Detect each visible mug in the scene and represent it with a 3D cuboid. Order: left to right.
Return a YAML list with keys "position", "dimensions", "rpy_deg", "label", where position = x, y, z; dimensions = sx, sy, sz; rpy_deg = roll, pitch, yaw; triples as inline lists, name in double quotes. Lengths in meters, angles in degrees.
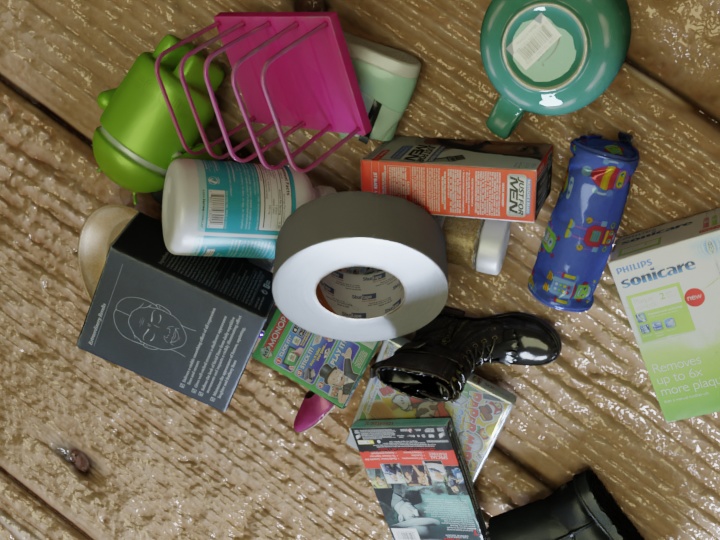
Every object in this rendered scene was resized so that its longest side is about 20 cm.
- position: [0.201, -0.225, 1.001]
  dimensions: [0.150, 0.114, 0.187]
  rpy_deg: [4, 111, 20]
  label: "mug"

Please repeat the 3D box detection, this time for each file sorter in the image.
- position: [-0.114, -0.197, 1.071]
  dimensions: [0.199, 0.125, 0.140]
  rpy_deg: [14, 134, 42]
  label: "file sorter"

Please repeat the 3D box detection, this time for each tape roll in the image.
- position: [0.000, 0.000, 1.082]
  dimensions: [0.197, 0.067, 0.201]
  rpy_deg: [0, 143, 0]
  label: "tape roll"

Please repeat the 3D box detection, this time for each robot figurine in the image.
- position: [-0.252, -0.184, 1.180]
  dimensions: [0.175, 0.115, 0.201]
  rpy_deg: [39, 102, 24]
  label: "robot figurine"

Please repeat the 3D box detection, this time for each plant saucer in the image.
- position: [-0.294, 0.005, 1.274]
  dimensions: [0.198, 0.035, 0.203]
  rpy_deg: [14, 116, 30]
  label: "plant saucer"

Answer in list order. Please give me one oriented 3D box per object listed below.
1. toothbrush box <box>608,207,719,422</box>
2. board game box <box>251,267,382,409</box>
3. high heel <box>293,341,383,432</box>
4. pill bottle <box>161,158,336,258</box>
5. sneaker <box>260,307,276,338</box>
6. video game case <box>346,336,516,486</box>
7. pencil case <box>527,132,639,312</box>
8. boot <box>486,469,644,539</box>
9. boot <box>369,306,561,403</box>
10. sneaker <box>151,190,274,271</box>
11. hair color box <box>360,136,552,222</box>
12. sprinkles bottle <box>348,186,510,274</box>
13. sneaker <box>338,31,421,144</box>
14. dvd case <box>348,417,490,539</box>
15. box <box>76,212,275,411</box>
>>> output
- position: [0.377, 0.048, 1.056]
  dimensions: [0.144, 0.086, 0.202]
  rpy_deg: [-17, 102, 26]
  label: "toothbrush box"
- position: [-0.031, 0.051, 1.199]
  dimensions: [0.134, 0.029, 0.202]
  rpy_deg: [28, 89, 9]
  label: "board game box"
- position: [-0.053, 0.122, 1.260]
  dimensions: [0.095, 0.067, 0.201]
  rpy_deg: [36, 114, -6]
  label: "high heel"
- position: [-0.128, -0.070, 1.128]
  dimensions: [0.197, 0.111, 0.112]
  rpy_deg: [3, 118, -22]
  label: "pill bottle"
- position: [-0.201, 0.045, 1.296]
  dimensions: [0.199, 0.069, 0.100]
  rpy_deg: [35, 120, 15]
  label: "sneaker"
- position: [0.086, 0.196, 1.249]
  dimensions: [0.180, 0.023, 0.202]
  rpy_deg: [26, 126, 10]
  label: "video game case"
- position: [0.247, -0.056, 1.071]
  dimensions: [0.077, 0.087, 0.202]
  rpy_deg: [2, 117, -19]
  label: "pencil case"
- position: [0.274, 0.372, 1.228]
  dimensions: [0.168, 0.076, 0.201]
  rpy_deg: [-36, 87, 25]
  label: "boot"
- position: [0.127, 0.109, 1.128]
  dimensions: [0.197, 0.174, 0.070]
  rpy_deg: [6, 113, 19]
  label: "boot"
- position: [-0.199, -0.037, 1.230]
  dimensions: [0.198, 0.075, 0.117]
  rpy_deg: [22, 79, 12]
  label: "sneaker"
- position: [0.110, -0.107, 1.086]
  dimensions: [0.197, 0.111, 0.065]
  rpy_deg: [7, 113, 18]
  label: "hair color box"
- position: [0.076, -0.049, 1.141]
  dimensions: [0.197, 0.068, 0.069]
  rpy_deg: [13, 115, 13]
  label: "sprinkles bottle"
- position: [-0.038, -0.219, 1.121]
  dimensions: [0.198, 0.074, 0.119]
  rpy_deg: [24, 116, 11]
  label: "sneaker"
- position: [0.080, 0.285, 1.279]
  dimensions: [0.144, 0.022, 0.202]
  rpy_deg: [-7, 114, 30]
  label: "dvd case"
- position: [-0.216, 0.050, 1.160]
  dimensions: [0.198, 0.107, 0.149]
  rpy_deg: [25, 116, -5]
  label: "box"
